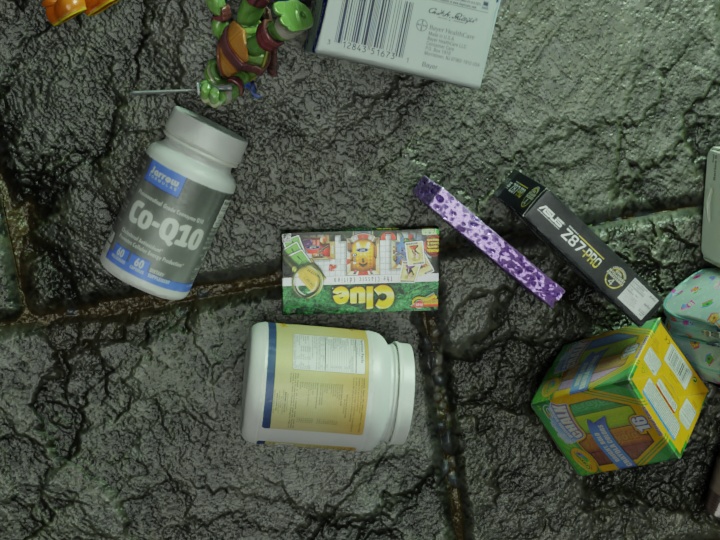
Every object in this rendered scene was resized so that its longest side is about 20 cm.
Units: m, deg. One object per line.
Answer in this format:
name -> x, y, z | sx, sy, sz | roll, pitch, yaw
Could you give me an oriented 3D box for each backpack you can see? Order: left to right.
backpack -> 0.468, 0.074, 1.377 | 0.165, 0.199, 0.128 | -26, 107, -22

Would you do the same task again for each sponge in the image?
sponge -> 0.152, -0.036, 1.357 | 0.199, 0.112, 0.030 | 39, 94, -13

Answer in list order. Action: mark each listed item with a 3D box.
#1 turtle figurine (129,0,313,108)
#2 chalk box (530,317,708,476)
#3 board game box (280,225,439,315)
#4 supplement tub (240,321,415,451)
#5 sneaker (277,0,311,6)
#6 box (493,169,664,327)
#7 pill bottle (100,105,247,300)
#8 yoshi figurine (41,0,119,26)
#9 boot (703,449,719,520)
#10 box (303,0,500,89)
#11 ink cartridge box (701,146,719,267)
turtle figurine -> -0.155, -0.262, 1.228 | 0.199, 0.145, 0.193 | 33, 139, -25
chalk box -> 0.301, 0.163, 1.391 | 0.199, 0.124, 0.125 | -24, 109, 45
board game box -> 0.000, 0.000, 1.394 | 0.197, 0.023, 0.106 | -2, 105, -6
supplement tub -> -0.041, 0.141, 1.357 | 0.197, 0.144, 0.147 | 6, 102, -8
sneaker -> -0.141, -0.358, 1.282 | 0.199, 0.076, 0.077 | 39, 113, -10
box -> 0.257, -0.030, 1.345 | 0.200, 0.161, 0.049 | 41, 95, -12
pill bottle -> -0.213, -0.079, 1.305 | 0.113, 0.114, 0.202 | 24, 99, -11
yoshi figurine -> -0.331, -0.381, 1.228 | 0.111, 0.112, 0.202 | -24, 98, 0
boot -> 0.557, 0.296, 1.500 | 0.199, 0.070, 0.147 | 32, 95, -12
box -> 0.040, -0.274, 1.246 | 0.181, 0.200, 0.106 | 11, 100, -9
ink cartridge box -> 0.539, -0.079, 1.406 | 0.197, 0.084, 0.148 | -2, 103, -7
